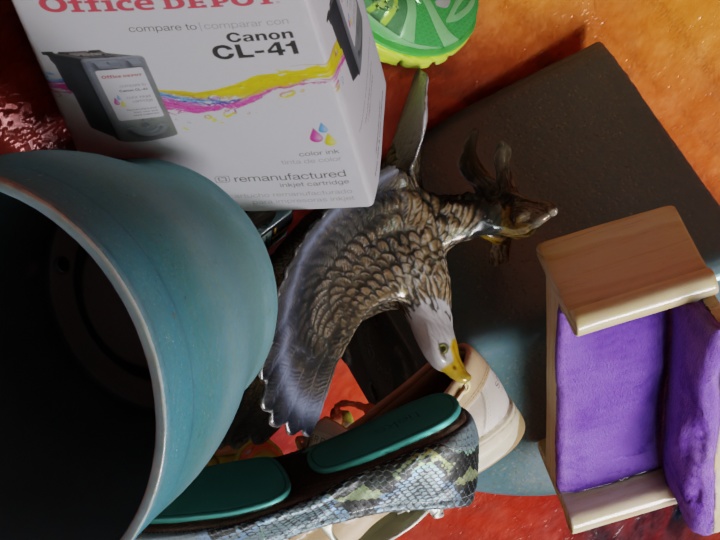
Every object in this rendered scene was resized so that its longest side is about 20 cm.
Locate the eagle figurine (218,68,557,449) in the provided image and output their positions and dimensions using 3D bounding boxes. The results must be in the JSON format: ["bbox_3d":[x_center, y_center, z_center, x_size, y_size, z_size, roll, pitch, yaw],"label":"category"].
[{"bbox_3d":[0.004,0.005,1.466,0.200,0.151,0.152,-24,132,-15],"label":"eagle figurine"}]

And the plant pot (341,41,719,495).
[{"bbox_3d":[0.095,0.021,1.662,0.200,0.196,0.197,-20,143,-16],"label":"plant pot"}]

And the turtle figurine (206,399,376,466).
[{"bbox_3d":[-0.074,0.114,1.601,0.200,0.065,0.161,-7,179,-28],"label":"turtle figurine"}]

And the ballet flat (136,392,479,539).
[{"bbox_3d":[-0.029,0.127,1.458,0.199,0.074,0.074,-16,144,-3],"label":"ballet flat"}]

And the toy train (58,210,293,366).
[{"bbox_3d":[-0.120,-0.001,1.483,0.200,0.085,0.114,-39,171,-9],"label":"toy train"}]

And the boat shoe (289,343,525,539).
[{"bbox_3d":[-0.005,0.109,1.527,0.200,0.074,0.069,-34,112,-19],"label":"boat shoe"}]

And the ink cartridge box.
[{"bbox_3d":[-0.076,-0.114,1.343,0.147,0.086,0.200,-1,149,12],"label":"ink cartridge box"}]

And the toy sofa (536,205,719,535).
[{"bbox_3d":[0.149,0.069,1.524,0.083,0.098,0.200,-15,142,-9],"label":"toy sofa"}]

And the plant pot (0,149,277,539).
[{"bbox_3d":[-0.135,0.030,1.297,0.200,0.200,0.188,-60,166,26],"label":"plant pot"}]

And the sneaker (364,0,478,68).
[{"bbox_3d":[0.006,-0.161,1.448,0.200,0.074,0.084,10,125,-52],"label":"sneaker"}]
